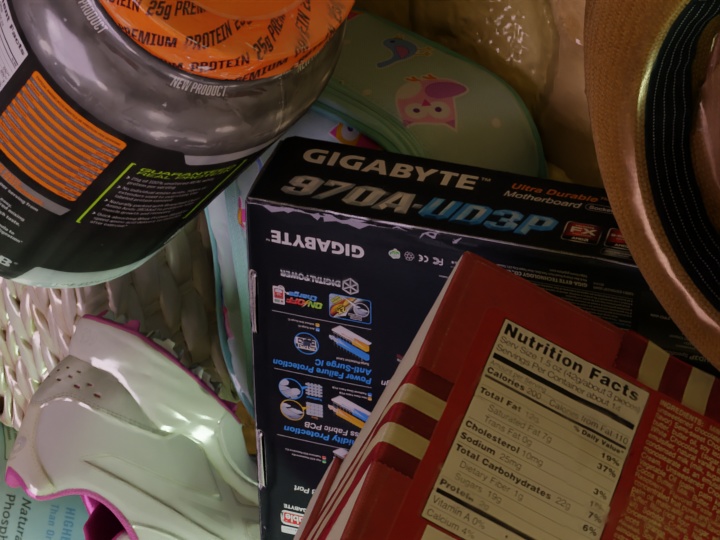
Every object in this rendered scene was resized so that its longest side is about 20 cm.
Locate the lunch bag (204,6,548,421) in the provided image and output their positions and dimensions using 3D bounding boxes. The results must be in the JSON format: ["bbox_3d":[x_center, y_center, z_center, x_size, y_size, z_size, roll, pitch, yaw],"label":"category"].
[{"bbox_3d":[0.000,0.000,0.951,0.160,0.077,0.201,30,136,40],"label":"lunch bag"}]

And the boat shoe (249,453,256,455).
[{"bbox_3d":[0.005,0.167,1.084,0.066,0.072,0.202,-17,107,24],"label":"boat shoe"}]

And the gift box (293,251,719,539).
[{"bbox_3d":[0.037,0.139,0.758,0.184,0.200,0.187,30,138,2],"label":"gift box"}]

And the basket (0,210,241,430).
[{"bbox_3d":[-0.112,-0.029,1.044,0.123,0.135,0.201,23,132,40],"label":"basket"}]

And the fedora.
[{"bbox_3d":[0.153,-0.044,0.694,0.200,0.082,0.202,33,136,38],"label":"fedora"}]

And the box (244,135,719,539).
[{"bbox_3d":[0.059,0.044,0.842,0.199,0.046,0.160,10,127,15],"label":"box"}]

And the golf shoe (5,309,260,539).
[{"bbox_3d":[-0.063,0.107,0.980,0.200,0.092,0.075,44,163,-20],"label":"golf shoe"}]

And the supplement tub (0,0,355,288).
[{"bbox_3d":[-0.082,-0.079,0.835,0.123,0.122,0.200,60,147,4],"label":"supplement tub"}]

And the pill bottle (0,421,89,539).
[{"bbox_3d":[-0.141,0.130,1.131,0.109,0.199,0.109,-46,36,49],"label":"pill bottle"}]
